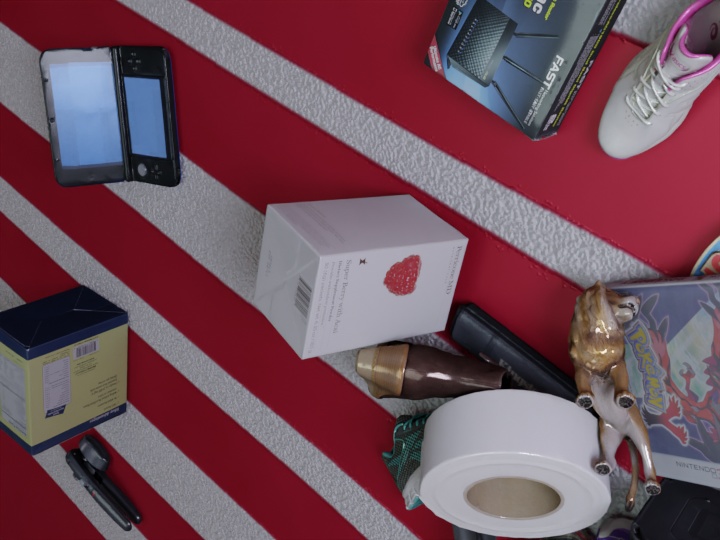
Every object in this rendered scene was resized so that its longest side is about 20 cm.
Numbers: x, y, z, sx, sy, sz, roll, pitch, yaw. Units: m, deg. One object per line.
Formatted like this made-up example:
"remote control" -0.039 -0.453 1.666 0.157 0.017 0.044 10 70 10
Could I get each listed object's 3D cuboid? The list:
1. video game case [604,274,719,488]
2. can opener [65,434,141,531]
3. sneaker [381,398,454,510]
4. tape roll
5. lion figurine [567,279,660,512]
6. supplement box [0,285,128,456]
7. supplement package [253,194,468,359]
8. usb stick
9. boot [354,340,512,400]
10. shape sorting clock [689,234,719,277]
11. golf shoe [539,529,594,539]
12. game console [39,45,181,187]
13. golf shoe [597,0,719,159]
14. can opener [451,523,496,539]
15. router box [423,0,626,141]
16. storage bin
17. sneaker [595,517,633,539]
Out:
"video game case" 0.315 0.106 0.764 0.181 0.023 0.205 -8 100 63
"can opener" -0.491 0.412 1.558 0.201 0.063 0.079 50 129 16
"sneaker" 0.078 0.206 1.004 0.091 0.077 0.202 48 132 26
"tape roll" 0.160 0.208 0.863 0.197 0.072 0.205 5 142 4
"lion figurine" 0.245 0.121 0.798 0.071 0.123 0.204 -7 120 16
"supplement box" -0.517 0.166 1.406 0.132 0.198 0.205 24 118 31
"supplement package" 0.000 0.000 0.901 0.120 0.196 0.124 40 128 44
"usb stick" 0.182 0.110 0.912 0.199 0.032 0.056 39 129 23
"boot" 0.090 0.123 0.930 0.162 0.200 0.074 8 85 14
"shape sorting clock" 0.384 0.045 0.717 0.197 0.039 0.205 15 114 36
"golf shoe" 0.186 0.366 0.956 0.073 0.092 0.201 48 131 9
"game console" -0.365 -0.221 1.203 0.168 0.117 0.205 12 113 36
"golf shoe" 0.267 -0.174 0.708 0.076 0.091 0.201 47 130 15
"can opener" 0.133 0.351 0.956 0.068 0.052 0.203 115 156 -45
"router box" 0.164 -0.251 0.786 0.149 0.062 0.203 38 126 22
"storage bin" 0.355 0.290 0.758 0.197 0.134 0.096 17 115 35
"sneaker" 0.286 0.373 0.880 0.080 0.083 0.205 -18 94 42
